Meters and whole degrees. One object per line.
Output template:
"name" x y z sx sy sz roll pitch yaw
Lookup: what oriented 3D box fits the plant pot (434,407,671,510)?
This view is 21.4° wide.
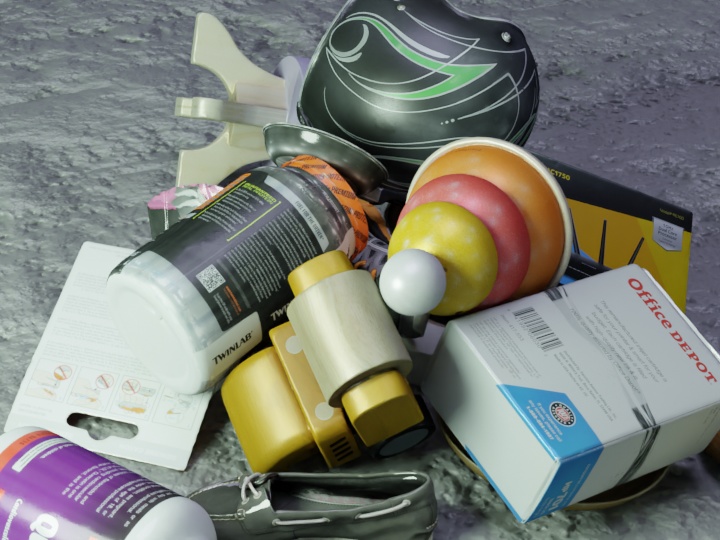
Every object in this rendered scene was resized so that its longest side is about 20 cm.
"plant pot" 0.153 0.127 1.535 0.198 0.028 0.201 8 36 -6

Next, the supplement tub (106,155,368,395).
"supplement tub" -0.095 -0.002 1.527 0.200 0.123 0.122 -37 47 -28

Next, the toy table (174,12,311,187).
"toy table" -0.115 -0.155 1.877 0.116 0.186 0.200 6 -9 -14

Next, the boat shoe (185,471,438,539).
"boat shoe" -0.040 0.171 1.425 0.198 0.057 0.067 3 30 -2

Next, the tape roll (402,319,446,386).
"tape roll" 0.089 0.040 1.692 0.201 0.037 0.203 4 30 -2

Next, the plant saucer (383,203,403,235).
"plant saucer" 0.119 -0.028 1.744 0.198 0.037 0.201 4 29 -2

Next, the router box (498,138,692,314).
"router box" 0.186 -0.010 1.642 0.199 0.051 0.150 19 62 -18

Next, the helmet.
"helmet" 0.061 -0.154 1.730 0.190 0.201 0.200 31 37 16

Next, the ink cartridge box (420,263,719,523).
"ink cartridge box" 0.172 0.091 1.477 0.199 0.086 0.147 -14 54 -35

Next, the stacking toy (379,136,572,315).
"stacking toy" 0.065 -0.012 1.455 0.145 0.147 0.200 18 24 22

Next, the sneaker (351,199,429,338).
"sneaker" 0.000 0.000 1.628 0.077 0.079 0.200 -1 26 -28

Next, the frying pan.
"frying pan" -0.015 -0.078 1.638 0.114 0.190 0.031 12 73 34

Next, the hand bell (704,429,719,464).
"hand bell" 0.305 0.159 1.493 0.103 0.105 0.200 -2 17 -12

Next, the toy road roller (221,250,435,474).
"toy road roller" -0.035 0.088 1.451 0.145 0.200 0.124 -25 70 -2

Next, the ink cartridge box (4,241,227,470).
"ink cartridge box" -0.185 0.076 1.578 0.159 0.047 0.201 10 55 11

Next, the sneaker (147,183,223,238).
"sneaker" -0.099 -0.036 1.781 0.198 0.081 0.086 2 -5 14

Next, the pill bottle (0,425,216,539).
"pill bottle" -0.178 0.191 1.315 0.199 0.113 0.112 21 34 28
